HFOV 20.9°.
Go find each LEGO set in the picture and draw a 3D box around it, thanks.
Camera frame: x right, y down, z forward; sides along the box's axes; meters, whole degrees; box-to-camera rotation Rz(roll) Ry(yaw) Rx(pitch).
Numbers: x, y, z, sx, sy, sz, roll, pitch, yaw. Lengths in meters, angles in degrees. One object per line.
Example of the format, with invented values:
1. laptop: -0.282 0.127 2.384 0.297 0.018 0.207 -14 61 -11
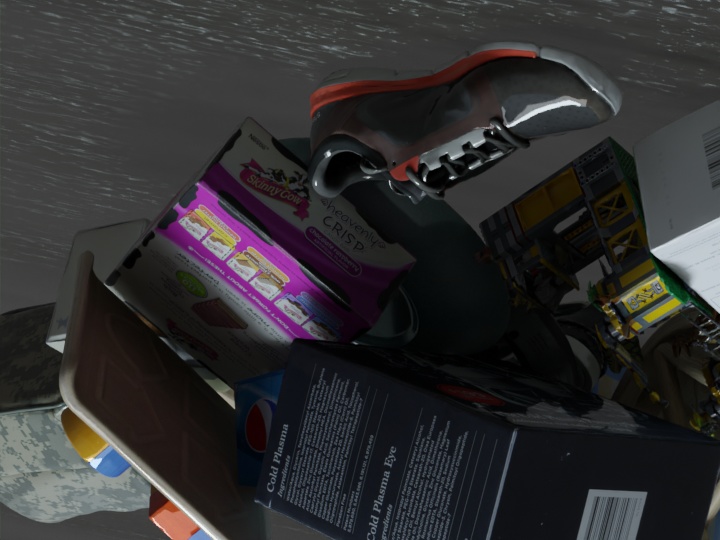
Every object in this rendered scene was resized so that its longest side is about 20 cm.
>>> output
1. LEGO set: 0.156 0.024 1.177 0.116 0.154 0.200 -34 148 21

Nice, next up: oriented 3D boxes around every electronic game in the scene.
1. electronic game: 0.058 0.041 1.339 0.199 0.042 0.200 26 149 17

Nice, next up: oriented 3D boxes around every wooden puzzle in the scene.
1. wooden puzzle: -0.126 0.101 1.214 0.046 0.185 0.200 -36 110 10

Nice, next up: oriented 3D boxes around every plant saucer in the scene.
1. plant saucer: 0.000 0.000 1.257 0.200 0.039 0.201 26 150 16

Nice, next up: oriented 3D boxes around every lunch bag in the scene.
1. lunch bag: -0.215 0.122 1.529 0.199 0.140 0.168 -11 126 38

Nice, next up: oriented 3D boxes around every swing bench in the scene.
1. swing bench: 0.301 0.122 1.316 0.198 0.200 0.130 20 113 -19

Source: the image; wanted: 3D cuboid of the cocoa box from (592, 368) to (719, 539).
1. cocoa box: 0.199 0.163 1.475 0.199 0.134 0.131 26 151 -27

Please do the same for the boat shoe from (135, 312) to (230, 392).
1. boat shoe: -0.074 0.048 1.371 0.074 0.069 0.199 9 -177 44

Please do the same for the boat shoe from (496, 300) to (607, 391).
1. boat shoe: 0.117 0.073 1.408 0.076 0.060 0.200 52 146 -13

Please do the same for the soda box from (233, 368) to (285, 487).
1. soda box: 0.011 0.110 1.264 0.064 0.068 0.199 -18 159 41

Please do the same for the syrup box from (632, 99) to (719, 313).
1. syrup box: 0.244 -0.012 1.132 0.081 0.079 0.200 -26 138 28

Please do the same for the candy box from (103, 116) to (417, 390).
1. candy box: -0.067 0.001 1.225 0.136 0.061 0.200 40 150 -8

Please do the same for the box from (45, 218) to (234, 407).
1. box: -0.127 0.050 1.434 0.077 0.095 0.200 -10 149 39

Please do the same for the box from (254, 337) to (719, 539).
1. box: 0.075 0.117 1.140 0.199 0.105 0.182 9 -173 -46

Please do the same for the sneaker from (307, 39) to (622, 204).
1. sneaker: 0.055 -0.072 1.106 0.199 0.082 0.077 -6 149 35
